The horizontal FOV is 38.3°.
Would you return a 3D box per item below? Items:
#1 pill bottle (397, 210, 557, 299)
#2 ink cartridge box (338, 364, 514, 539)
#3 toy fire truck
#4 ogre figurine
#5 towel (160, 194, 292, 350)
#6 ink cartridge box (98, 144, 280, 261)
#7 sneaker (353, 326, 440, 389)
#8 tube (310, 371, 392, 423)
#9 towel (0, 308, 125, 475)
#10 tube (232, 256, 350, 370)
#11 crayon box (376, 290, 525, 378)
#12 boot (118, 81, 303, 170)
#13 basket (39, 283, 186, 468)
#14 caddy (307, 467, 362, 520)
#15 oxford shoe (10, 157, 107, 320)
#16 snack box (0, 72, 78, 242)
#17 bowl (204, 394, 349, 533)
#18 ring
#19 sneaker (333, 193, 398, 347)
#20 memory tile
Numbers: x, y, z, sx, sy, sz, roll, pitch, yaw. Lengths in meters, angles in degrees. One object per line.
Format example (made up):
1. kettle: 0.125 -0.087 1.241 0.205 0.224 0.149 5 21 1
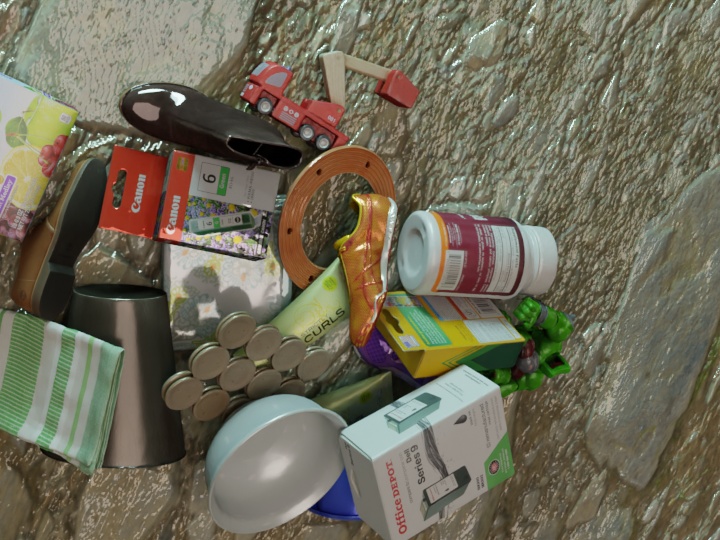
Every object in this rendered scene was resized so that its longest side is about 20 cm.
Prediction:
1. pill bottle: 0.161 -0.019 1.420 0.199 0.114 0.115 4 102 -22
2. ink cartridge box: 0.086 0.234 1.316 0.199 0.084 0.147 -26 119 -23
3. toy fire truck: -0.039 -0.227 1.324 0.199 0.049 0.141 30 91 -24
4. ogre figurine: 0.234 0.121 1.489 0.119 0.098 0.201 0 110 -32
5. towel: -0.171 0.002 1.333 0.170 0.048 0.201 -1 103 -19
6. ink cartridge box: -0.204 -0.083 1.250 0.199 0.050 0.110 11 84 -19
7. sneaker: 0.083 0.129 1.442 0.200 0.088 0.081 30 93 -23
8. tube: -0.047 0.194 1.411 0.199 0.058 0.052 -20 92 -13
9. towel: -0.367 0.138 1.220 0.023 0.199 0.153 3 102 -60
10. tube: -0.073 0.065 1.334 0.200 0.052 0.058 -39 140 -9
11. crayon box: 0.104 0.081 1.395 0.199 0.126 0.052 -2 127 -32
12. boot: -0.176 -0.170 1.219 0.199 0.166 0.073 14 98 -24
13. basket: -0.299 0.123 1.268 0.179 0.136 0.201 4 97 2
14. caddy: 0.014 0.290 1.427 0.199 0.141 0.106 -3 101 -20
15. oxford shoe: -0.365 -0.047 1.236 0.201 0.071 0.071 -68 156 -9
16. snack box: -0.446 -0.149 1.173 0.199 0.068 0.169 23 95 -23
17. bowl: -0.117 0.225 1.297 0.200 0.090 0.202 -21 135 -23
18. ring: -0.031 -0.066 1.352 0.200 0.019 0.201 -21 123 -36
19. sneaker: 0.000 0.000 1.318 0.077 0.073 0.201 8 72 -4
20. memory tile: -0.138 0.132 1.282 0.153 0.017 0.200 -50 140 8
